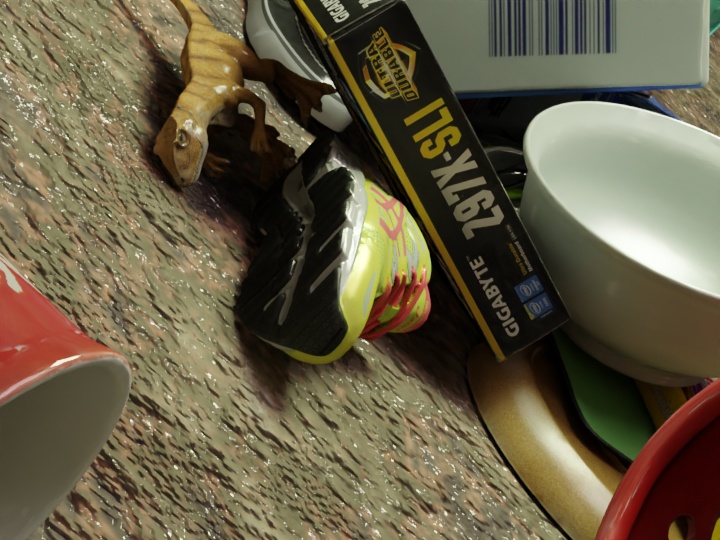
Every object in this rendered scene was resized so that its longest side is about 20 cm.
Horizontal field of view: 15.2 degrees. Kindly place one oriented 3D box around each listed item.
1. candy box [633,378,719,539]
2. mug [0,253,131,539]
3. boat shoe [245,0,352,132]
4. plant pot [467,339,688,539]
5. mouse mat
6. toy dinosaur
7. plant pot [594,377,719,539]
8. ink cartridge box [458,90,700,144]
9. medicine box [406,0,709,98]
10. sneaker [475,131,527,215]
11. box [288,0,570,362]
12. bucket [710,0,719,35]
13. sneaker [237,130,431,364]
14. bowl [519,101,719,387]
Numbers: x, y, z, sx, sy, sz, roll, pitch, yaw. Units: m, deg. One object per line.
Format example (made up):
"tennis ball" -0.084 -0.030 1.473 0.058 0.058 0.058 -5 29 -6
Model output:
"candy box" 0.203 0.109 1.457 0.102 0.026 0.200 36 20 -30
"mug" -0.189 0.004 0.783 0.200 0.134 0.177 46 16 14
"boat shoe" -0.022 -0.155 1.579 0.070 0.066 0.200 36 20 -24
"plant pot" 0.137 0.105 1.428 0.200 0.027 0.200 40 18 -16
"mouse mat" 0.155 0.068 1.493 0.161 0.008 0.200 35 22 -28
"toy dinosaur" -0.072 -0.104 1.375 0.106 0.060 0.200 35 20 -24
"plant pot" 0.232 0.162 1.242 0.182 0.200 0.201 38 19 -30
"ink cartridge box" 0.142 -0.068 1.627 0.119 0.042 0.199 37 -16 -31
"medicine box" 0.096 -0.168 1.596 0.181 0.104 0.200 -3 12 -7
"sneaker" 0.120 -0.028 1.613 0.200 0.074 0.081 38 11 -35
"box" 0.028 -0.070 1.386 0.201 0.049 0.160 61 -2 -26
"bucket" 0.191 -0.241 2.116 0.207 0.135 0.207 39 18 -15
"sneaker" 0.000 0.000 1.279 0.090 0.078 0.200 42 18 -14
"bowl" 0.164 -0.001 1.460 0.200 0.091 0.201 18 28 -10
